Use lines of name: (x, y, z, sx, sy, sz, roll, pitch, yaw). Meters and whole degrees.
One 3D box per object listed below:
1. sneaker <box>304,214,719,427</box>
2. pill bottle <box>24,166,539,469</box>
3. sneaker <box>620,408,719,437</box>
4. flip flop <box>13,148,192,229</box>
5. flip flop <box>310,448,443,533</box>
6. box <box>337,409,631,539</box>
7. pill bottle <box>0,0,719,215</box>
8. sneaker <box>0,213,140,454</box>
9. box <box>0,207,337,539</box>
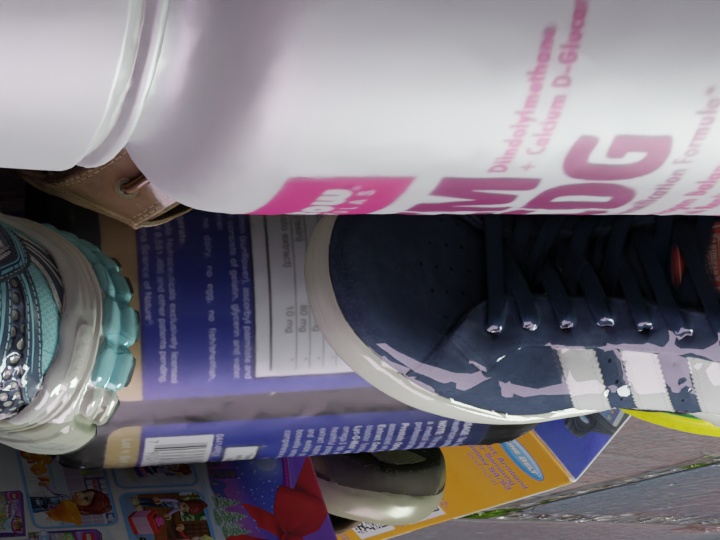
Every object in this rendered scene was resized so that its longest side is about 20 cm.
sneaker: (0.085, 0.003, 0.803, 0.199, 0.076, 0.084, 7, 158, -25)
pill bottle: (0.000, 0.000, 0.889, 0.198, 0.113, 0.112, -3, 168, -10)
sneaker: (0.061, 0.009, 0.992, 0.198, 0.079, 0.085, 4, 170, 8)
flip flop: (-0.044, -0.041, 0.805, 0.198, 0.058, 0.081, -1, 167, -13)
flip flop: (-0.022, 0.075, 1.077, 0.081, 0.058, 0.200, 2, -173, -19)
box: (0.064, 0.045, 1.138, 0.119, 0.042, 0.200, -46, -167, -30)
pill bottle: (0.011, -0.067, 0.580, 0.199, 0.114, 0.113, 0, 167, -22)
sneaker: (-0.156, -0.007, 0.818, 0.199, 0.078, 0.086, 12, 174, 38)
box: (-0.091, 0.052, 0.937, 0.136, 0.201, 0.039, -2, 128, -15)
